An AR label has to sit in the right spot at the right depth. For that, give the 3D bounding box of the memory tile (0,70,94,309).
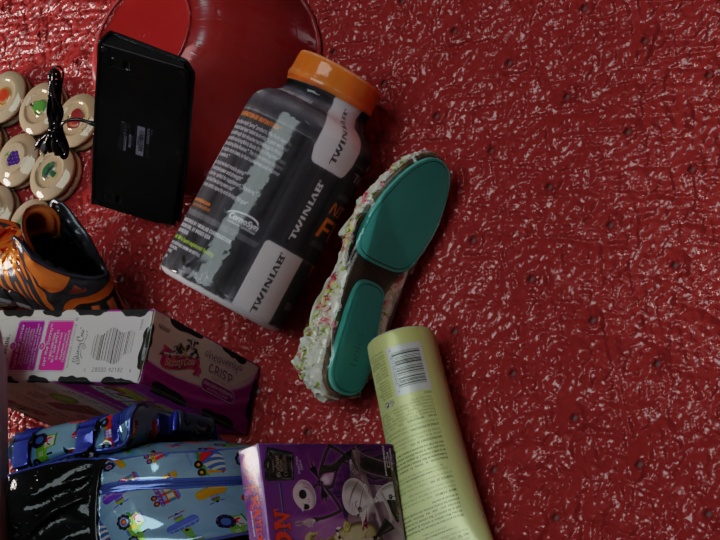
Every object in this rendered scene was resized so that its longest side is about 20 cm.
[{"bbox_3d":[-0.309,-0.073,1.797,0.153,0.017,0.201,20,84,39],"label":"memory tile"}]

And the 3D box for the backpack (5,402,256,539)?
[{"bbox_3d":[-0.132,0.168,1.470,0.199,0.182,0.135,-15,72,26],"label":"backpack"}]

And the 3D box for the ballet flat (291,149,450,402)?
[{"bbox_3d":[0.000,0.000,1.519,0.064,0.076,0.201,13,76,54],"label":"ballet flat"}]

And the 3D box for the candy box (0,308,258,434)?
[{"bbox_3d":[-0.198,0.078,1.582,0.199,0.136,0.061,-2,69,34],"label":"candy box"}]

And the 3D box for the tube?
[{"bbox_3d":[0.048,0.139,1.445,0.058,0.052,0.201,119,142,-58],"label":"tube"}]

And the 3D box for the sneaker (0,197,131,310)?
[{"bbox_3d":[-0.268,-0.021,1.669,0.199,0.112,0.078,24,56,28],"label":"sneaker"}]

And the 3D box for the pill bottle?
[{"bbox_3d":[-0.061,-0.064,1.561,0.106,0.106,0.201,27,88,39],"label":"pill bottle"}]

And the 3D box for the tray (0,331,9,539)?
[{"bbox_3d":[-0.283,0.145,1.506,0.107,0.022,0.201,-33,53,41],"label":"tray"}]

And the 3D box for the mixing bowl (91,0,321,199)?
[{"bbox_3d":[-0.143,-0.169,1.661,0.199,0.108,0.201,-14,63,30],"label":"mixing bowl"}]

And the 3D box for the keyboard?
[{"bbox_3d":[-0.193,-0.114,1.609,0.126,0.200,0.021,17,52,3],"label":"keyboard"}]

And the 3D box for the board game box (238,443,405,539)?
[{"bbox_3d":[-0.017,0.216,1.388,0.032,0.120,0.201,-27,67,51],"label":"board game box"}]
